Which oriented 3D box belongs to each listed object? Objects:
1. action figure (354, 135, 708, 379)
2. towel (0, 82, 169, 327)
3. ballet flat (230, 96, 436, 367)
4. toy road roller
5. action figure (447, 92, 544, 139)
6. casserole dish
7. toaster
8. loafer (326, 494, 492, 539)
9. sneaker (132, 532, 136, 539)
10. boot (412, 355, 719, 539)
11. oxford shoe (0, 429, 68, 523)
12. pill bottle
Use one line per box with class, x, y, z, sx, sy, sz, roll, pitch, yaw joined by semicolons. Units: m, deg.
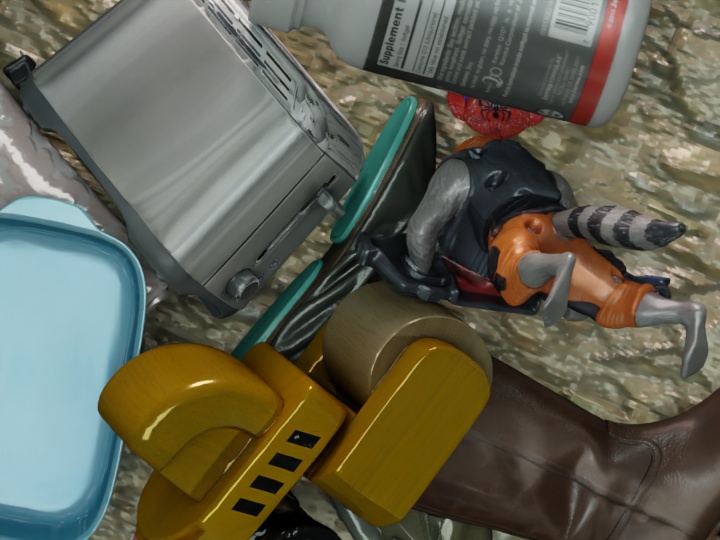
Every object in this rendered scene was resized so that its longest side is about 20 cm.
action figure;0.112;-0.016;1.462;0.200;0.193;0.105;4;113;-35
towel;-0.230;-0.009;1.554;0.200;0.032;0.191;48;118;1
ballet flat;0.000;0.000;1.545;0.068;0.068;0.200;34;92;-12
toy road roller;-0.043;0.076;1.447;0.146;0.123;0.200;40;88;-24
action figure;0.079;-0.149;1.537;0.065;0.052;0.200;2;96;3
casserole dish;-0.180;0.058;1.493;0.121;0.039;0.200;11;97;5
toaster;-0.092;-0.082;1.518;0.129;0.114;0.200;-41;66;3
loafer;0.045;0.163;1.545;0.070;0.075;0.200;-30;90;11
sneaker;-0.052;0.217;1.559;0.200;0.074;0.087;31;93;0
boot;0.129;0.074;1.516;0.200;0.064;0.187;24;84;-2
oxford shoe;-0.250;0.123;1.561;0.200;0.071;0.073;-9;102;9
pill bottle;0.049;-0.153;1.454;0.200;0.116;0.116;14;95;-2
